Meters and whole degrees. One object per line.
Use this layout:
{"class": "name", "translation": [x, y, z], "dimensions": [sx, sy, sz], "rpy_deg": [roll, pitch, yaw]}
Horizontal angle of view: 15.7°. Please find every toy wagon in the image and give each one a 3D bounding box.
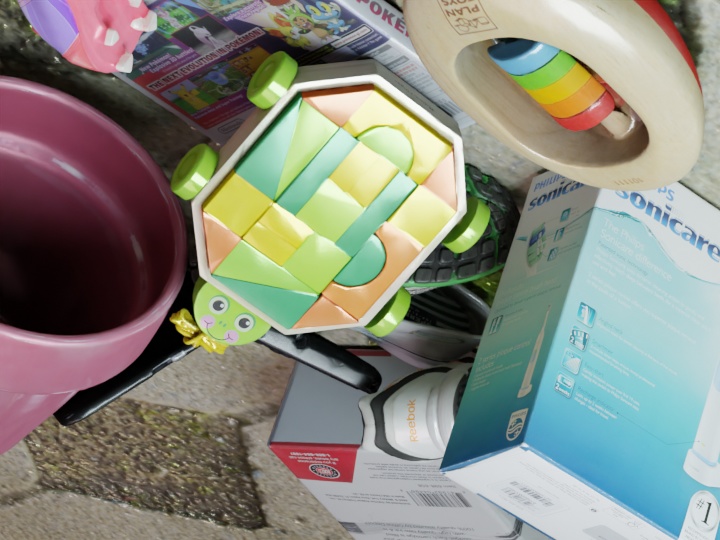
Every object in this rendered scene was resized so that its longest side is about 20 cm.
{"class": "toy wagon", "translation": [-0.031, -0.022, 1.456], "dimensions": [0.155, 0.040, 0.200], "rpy_deg": [35, 108, -21]}

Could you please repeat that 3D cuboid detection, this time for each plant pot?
{"class": "plant pot", "translation": [-0.225, 0.015, 1.548], "dimensions": [0.199, 0.201, 0.179], "rpy_deg": [25, 134, -10]}

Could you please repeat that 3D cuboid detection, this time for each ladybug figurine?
{"class": "ladybug figurine", "translation": [0.103, -0.116, 1.330], "dimensions": [0.135, 0.072, 0.200], "rpy_deg": [-5, 145, 40]}

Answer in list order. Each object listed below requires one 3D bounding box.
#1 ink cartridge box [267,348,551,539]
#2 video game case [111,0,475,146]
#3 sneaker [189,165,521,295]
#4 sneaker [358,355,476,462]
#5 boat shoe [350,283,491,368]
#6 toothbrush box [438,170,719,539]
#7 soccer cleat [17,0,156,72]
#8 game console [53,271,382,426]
{"class": "ink cartridge box", "translation": [0.050, 0.141, 1.825], "dimensions": [0.144, 0.084, 0.200], "rpy_deg": [0, 146, 32]}
{"class": "video game case", "translation": [-0.046, -0.118, 1.482], "dimensions": [0.182, 0.023, 0.200], "rpy_deg": [33, 151, -25]}
{"class": "sneaker", "translation": [-0.001, -0.014, 1.548], "dimensions": [0.199, 0.078, 0.085], "rpy_deg": [-8, 164, -2]}
{"class": "sneaker", "translation": [0.060, 0.084, 1.650], "dimensions": [0.080, 0.074, 0.200], "rpy_deg": [-6, 176, 22]}
{"class": "boat shoe", "translation": [0.000, 0.000, 1.626], "dimensions": [0.199, 0.074, 0.067], "rpy_deg": [22, 152, -32]}
{"class": "toothbrush box", "translation": [0.148, 0.052, 1.472], "dimensions": [0.146, 0.201, 0.085], "rpy_deg": [31, 152, -23]}
{"class": "soccer cleat", "translation": [-0.169, -0.175, 1.383], "dimensions": [0.076, 0.067, 0.200], "rpy_deg": [17, 156, 23]}
{"class": "game console", "translation": [-0.103, 0.069, 1.679], "dimensions": [0.175, 0.117, 0.200], "rpy_deg": [26, 180, -16]}
